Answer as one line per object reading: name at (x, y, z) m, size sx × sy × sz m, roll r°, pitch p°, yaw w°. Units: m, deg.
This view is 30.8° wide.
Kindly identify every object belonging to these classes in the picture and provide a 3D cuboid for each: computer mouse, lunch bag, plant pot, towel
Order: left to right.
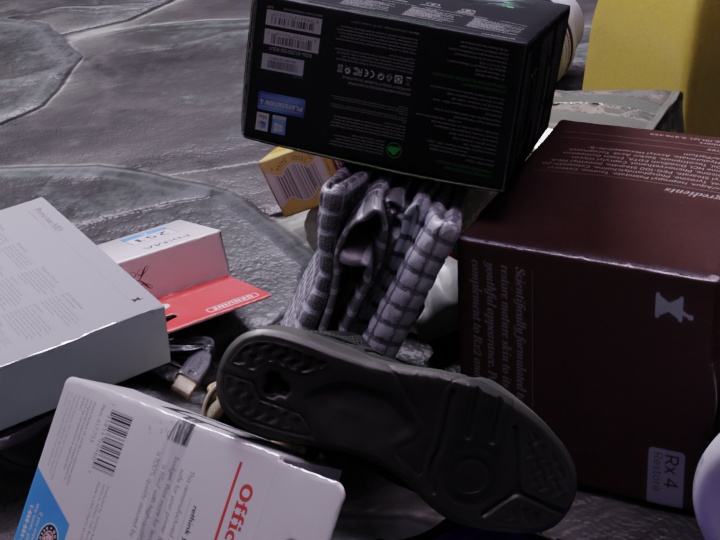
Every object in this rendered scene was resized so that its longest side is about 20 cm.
computer mouse at (-0.181, 0.097, 0.898) m, size 0.139 × 0.047 × 0.200 m, roll -2°, pitch 18°, yaw 21°
towel at (0.000, 0.000, 0.865) m, size 0.085 × 0.167 × 0.200 m, roll 26°, pitch 20°, yaw -1°
lunch bag at (0.162, -0.069, 1.073) m, size 0.162 × 0.119 × 0.200 m, roll 5°, pitch 31°, yaw 30°
plant pot at (0.338, -0.229, 1.252) m, size 0.192 × 0.202 × 0.196 m, roll -14°, pitch 30°, yaw -16°

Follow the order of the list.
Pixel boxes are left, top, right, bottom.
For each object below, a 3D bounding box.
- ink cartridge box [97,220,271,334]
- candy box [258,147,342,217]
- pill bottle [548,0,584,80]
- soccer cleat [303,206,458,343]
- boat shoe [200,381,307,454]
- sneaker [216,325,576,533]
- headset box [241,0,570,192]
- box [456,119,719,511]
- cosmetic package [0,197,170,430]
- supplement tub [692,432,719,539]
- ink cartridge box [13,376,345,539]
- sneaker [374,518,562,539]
ink cartridge box at (-0.192, 0.017, 1.009) m, size 0.198 × 0.045 × 0.176 m, roll -20°, pitch 17°, yaw -25°
candy box at (0.028, -0.113, 1.061) m, size 0.198 × 0.057 × 0.117 m, roll -18°, pitch 17°, yaw 34°
pill bottle at (0.160, -0.232, 1.379) m, size 0.110 × 0.113 × 0.200 m, roll 13°, pitch 33°, yaw 29°
soccer cleat at (0.010, -0.004, 1.034) m, size 0.077 × 0.070 × 0.199 m, roll -30°, pitch 39°, yaw -30°
boat shoe at (-0.073, 0.102, 0.851) m, size 0.071 × 0.066 × 0.201 m, roll -3°, pitch 28°, yaw 3°
sneaker at (0.024, 0.081, 0.725) m, size 0.197 × 0.077 × 0.114 m, roll 18°, pitch 3°, yaw 5°
headset box at (0.037, -0.136, 0.865) m, size 0.172 × 0.094 × 0.200 m, roll 13°, pitch 21°, yaw 12°
box at (0.175, 0.019, 0.857) m, size 0.163 × 0.168 × 0.200 m, roll 11°, pitch 31°, yaw 25°
cosmetic package at (-0.244, 0.026, 0.907) m, size 0.150 × 0.052 × 0.200 m, roll -23°, pitch 37°, yaw -28°
supplement tub at (0.285, 0.097, 0.742) m, size 0.122 × 0.124 × 0.199 m, roll 18°, pitch 36°, yaw 36°
ink cartridge box at (-0.088, 0.143, 0.714) m, size 0.198 × 0.117 × 0.068 m, roll 16°, pitch -4°, yaw 33°
sneaker at (0.087, 0.164, 0.707) m, size 0.197 × 0.070 × 0.100 m, roll -3°, pitch 26°, yaw 2°
